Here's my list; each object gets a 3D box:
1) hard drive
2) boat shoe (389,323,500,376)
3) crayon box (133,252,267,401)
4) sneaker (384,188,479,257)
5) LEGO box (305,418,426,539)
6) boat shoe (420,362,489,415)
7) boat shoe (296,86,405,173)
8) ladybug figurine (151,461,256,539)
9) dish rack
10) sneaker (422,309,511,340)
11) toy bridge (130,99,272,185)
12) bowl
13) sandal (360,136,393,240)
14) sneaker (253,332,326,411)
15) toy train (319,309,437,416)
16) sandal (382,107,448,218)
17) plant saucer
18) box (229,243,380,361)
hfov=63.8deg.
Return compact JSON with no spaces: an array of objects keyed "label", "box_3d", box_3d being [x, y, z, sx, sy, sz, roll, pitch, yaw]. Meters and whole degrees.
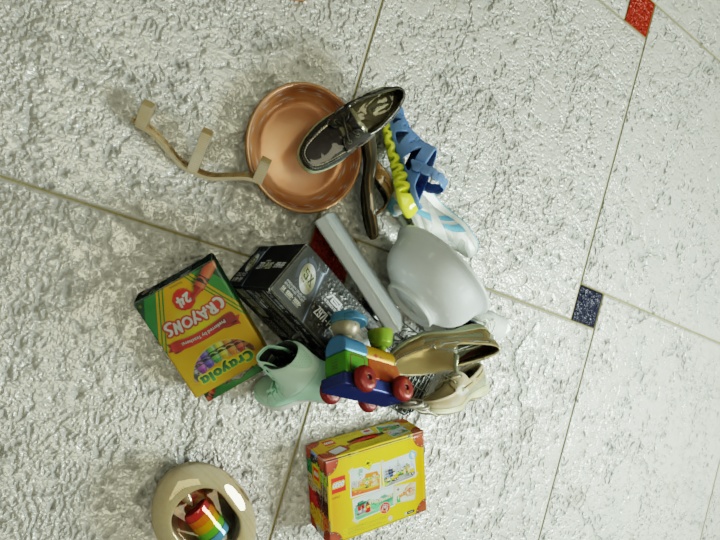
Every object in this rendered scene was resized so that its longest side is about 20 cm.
[{"label":"hard drive","box_3d":[0.000,0.000,0.908,0.026,0.132,0.201,-32,94,6]},{"label":"boat shoe","box_3d":[0.144,0.142,0.983,0.198,0.076,0.072,-17,118,-14]},{"label":"crayon box","box_3d":[-0.220,0.094,0.847,0.126,0.051,0.201,-30,109,-5]},{"label":"sneaker","box_3d":[0.128,-0.079,1.036,0.199,0.076,0.081,38,84,-19]},{"label":"LEGO box","box_3d":[0.013,0.362,1.007,0.198,0.077,0.151,-6,98,-28]},{"label":"boat shoe","box_3d":[0.172,0.218,1.075,0.199,0.072,0.066,-9,93,-45]},{"label":"boat shoe","box_3d":[-0.014,-0.225,0.888,0.200,0.065,0.073,-42,98,-13]},{"label":"ladybug figurine","box_3d":[-0.236,0.371,0.872,0.135,0.072,0.201,-34,110,-23]},{"label":"dish rack","box_3d":[0.051,0.159,1.025,0.199,0.054,0.154,38,78,-29]},{"label":"sneaker","box_3d":[0.213,0.108,1.089,0.198,0.087,0.075,7,91,-30]},{"label":"toy bridge","box_3d":[-0.231,-0.171,0.830,0.198,0.027,0.068,23,116,-16]},{"label":"bowl","box_3d":[0.108,0.029,0.959,0.090,0.201,0.202,-43,113,-15]},{"label":"sandal","box_3d":[0.029,-0.153,0.963,0.054,0.082,0.203,1,87,-5]},{"label":"sneaker","box_3d":[-0.119,0.146,0.848,0.118,0.199,0.074,43,51,-28]},{"label":"toy train","box_3d":[0.034,0.133,0.808,0.199,0.084,0.117,22,54,-38]},{"label":"sandal","box_3d":[0.088,-0.186,0.957,0.086,0.080,0.202,-16,71,10]},{"label":"plant saucer","box_3d":[-0.091,-0.192,0.918,0.198,0.037,0.203,-4,98,-28]},{"label":"box","box_3d":[-0.080,0.061,0.873,0.200,0.163,0.086,49,66,-23]}]
